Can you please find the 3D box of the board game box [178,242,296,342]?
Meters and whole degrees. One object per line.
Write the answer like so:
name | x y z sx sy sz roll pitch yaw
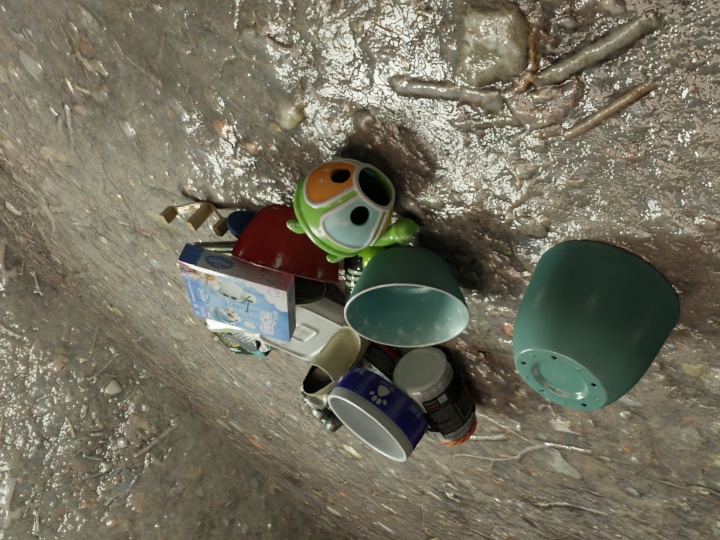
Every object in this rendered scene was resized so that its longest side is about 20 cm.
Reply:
board game box | -0.218 0.046 1.232 0.199 0.043 0.200 15 148 6

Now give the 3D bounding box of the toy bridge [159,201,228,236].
toy bridge | -0.341 -0.116 1.441 0.200 0.067 0.027 13 144 36

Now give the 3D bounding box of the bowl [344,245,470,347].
bowl | 0.077 0.034 1.101 0.200 0.105 0.201 3 145 2

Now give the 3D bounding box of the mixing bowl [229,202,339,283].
mixing bowl | -0.120 -0.055 1.194 0.200 0.109 0.200 15 -178 -1

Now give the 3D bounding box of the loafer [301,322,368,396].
loafer | -0.054 0.190 1.391 0.076 0.068 0.200 37 111 11

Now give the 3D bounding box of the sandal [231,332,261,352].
sandal | -0.253 0.100 1.477 0.076 0.043 0.200 18 134 31

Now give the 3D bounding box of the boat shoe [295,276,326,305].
boat shoe | -0.150 0.024 1.282 0.200 0.072 0.066 14 170 -24

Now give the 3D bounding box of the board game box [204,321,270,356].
board game box | -0.358 0.193 1.966 0.200 0.028 0.135 -4 132 51

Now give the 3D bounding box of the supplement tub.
supplement tub | 0.157 0.258 1.370 0.122 0.123 0.200 7 139 44

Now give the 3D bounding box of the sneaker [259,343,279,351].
sneaker | -0.227 0.139 1.711 0.091 0.078 0.200 7 146 20

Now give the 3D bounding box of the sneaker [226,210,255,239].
sneaker | -0.186 -0.044 1.367 0.200 0.070 0.078 31 144 9

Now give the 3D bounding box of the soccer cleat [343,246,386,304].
soccer cleat | 0.000 0.000 1.237 0.081 0.067 0.200 46 149 12

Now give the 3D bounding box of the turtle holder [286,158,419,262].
turtle holder | -0.007 -0.086 1.029 0.132 0.141 0.186 -28 106 42

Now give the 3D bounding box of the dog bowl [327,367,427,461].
dog bowl | 0.034 0.288 1.358 0.200 0.079 0.200 33 155 17

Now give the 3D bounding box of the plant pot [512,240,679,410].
plant pot | 0.298 0.088 0.909 0.200 0.161 0.201 28 152 17

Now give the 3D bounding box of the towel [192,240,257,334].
towel | -0.259 0.034 1.368 0.171 0.048 0.201 1 111 33

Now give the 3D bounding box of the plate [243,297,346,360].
plate | -0.123 0.122 1.427 0.199 0.032 0.200 28 130 -32

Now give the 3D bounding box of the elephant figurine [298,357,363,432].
elephant figurine | -0.067 0.247 1.509 0.142 0.155 0.200 -120 15 -55

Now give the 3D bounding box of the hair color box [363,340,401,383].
hair color box | 0.023 0.227 1.542 0.101 0.061 0.200 40 153 -2
